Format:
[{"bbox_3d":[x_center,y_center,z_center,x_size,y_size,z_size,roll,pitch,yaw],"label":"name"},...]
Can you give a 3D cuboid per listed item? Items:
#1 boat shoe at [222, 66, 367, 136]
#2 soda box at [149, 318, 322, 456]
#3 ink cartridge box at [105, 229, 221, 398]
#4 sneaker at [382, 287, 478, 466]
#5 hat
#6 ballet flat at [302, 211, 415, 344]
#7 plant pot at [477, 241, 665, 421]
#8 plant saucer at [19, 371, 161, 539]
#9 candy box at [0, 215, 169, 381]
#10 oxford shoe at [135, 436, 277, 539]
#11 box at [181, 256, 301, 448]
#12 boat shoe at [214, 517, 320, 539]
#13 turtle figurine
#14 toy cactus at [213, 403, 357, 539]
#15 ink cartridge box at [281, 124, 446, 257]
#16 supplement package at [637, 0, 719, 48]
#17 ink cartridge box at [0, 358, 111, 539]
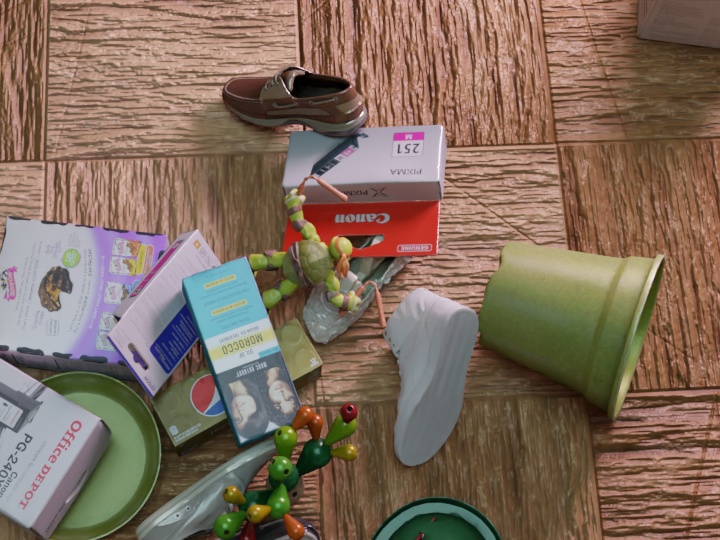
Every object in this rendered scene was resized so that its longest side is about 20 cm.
[{"bbox_3d":[-0.085,-0.226,1.682,0.198,0.072,0.076,9,49,20],"label":"boat shoe"},{"bbox_3d":[-0.145,0.138,1.574,0.199,0.064,0.068,-28,75,-13],"label":"soda box"},{"bbox_3d":[-0.225,0.049,1.555,0.095,0.037,0.200,58,42,-24],"label":"ink cartridge box"},{"bbox_3d":[0.069,0.123,1.592,0.073,0.115,0.202,14,99,-35],"label":"sneaker"},{"bbox_3d":[0.081,0.327,1.455,0.200,0.176,0.166,-42,77,-16],"label":"hat"},{"bbox_3d":[0.000,0.000,1.631,0.072,0.072,0.200,39,74,11],"label":"ballet flat"},{"bbox_3d":[0.242,0.053,1.572,0.183,0.201,0.202,17,70,16],"label":"plant pot"},{"bbox_3d":[-0.330,0.219,1.553,0.198,0.031,0.202,1,71,-2],"label":"plant saucer"},{"bbox_3d":[-0.338,0.035,1.598,0.198,0.072,0.169,7,70,-1],"label":"candy box"},{"bbox_3d":[-0.164,0.261,1.526,0.199,0.075,0.058,-37,81,-11],"label":"oxford shoe"},{"bbox_3d":[-0.135,0.094,1.523,0.082,0.049,0.201,-20,80,-11],"label":"box"},{"bbox_3d":[-0.142,0.332,1.516,0.198,0.057,0.067,-16,107,-4],"label":"boat shoe"},{"bbox_3d":[-0.064,0.003,1.573,0.160,0.064,0.201,-23,100,26],"label":"turtle figurine"},{"bbox_3d":[-0.076,0.237,1.487,0.102,0.165,0.200,37,73,10],"label":"toy cactus"},{"bbox_3d":[0.002,-0.098,1.635,0.198,0.044,0.175,-1,53,10],"label":"ink cartridge box"},{"bbox_3d":[0.459,-0.407,1.728,0.150,0.200,0.152,7,70,-1],"label":"supplement package"},{"bbox_3d":[-0.404,0.188,1.500,0.199,0.083,0.146,28,71,8],"label":"ink cartridge box"}]
